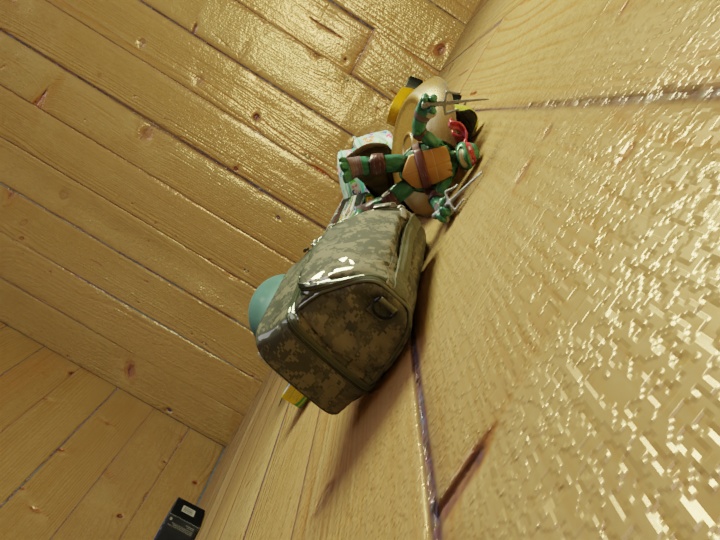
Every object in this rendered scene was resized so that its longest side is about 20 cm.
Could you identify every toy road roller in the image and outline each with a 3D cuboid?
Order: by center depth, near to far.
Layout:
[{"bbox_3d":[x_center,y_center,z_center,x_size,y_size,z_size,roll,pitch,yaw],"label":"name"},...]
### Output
[{"bbox_3d":[0.122,-0.289,1.150,0.201,0.121,0.148,-62,-8,-52],"label":"toy road roller"}]

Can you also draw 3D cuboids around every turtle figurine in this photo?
[{"bbox_3d":[0.079,-0.127,0.706,0.197,0.153,0.101,-19,-6,10],"label":"turtle figurine"}]

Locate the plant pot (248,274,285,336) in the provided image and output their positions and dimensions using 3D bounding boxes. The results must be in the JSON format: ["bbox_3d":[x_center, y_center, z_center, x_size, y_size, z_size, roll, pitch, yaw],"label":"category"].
[{"bbox_3d":[-0.167,0.113,1.398,0.203,0.199,0.160,-61,19,-10],"label":"plant pot"}]

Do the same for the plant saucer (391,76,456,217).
[{"bbox_3d":[0.084,-0.181,0.833,0.200,0.035,0.205,180,90,-74],"label":"plant saucer"}]

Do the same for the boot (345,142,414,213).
[{"bbox_3d":[0.041,-0.144,0.924,0.074,0.098,0.199,-32,-12,22],"label":"boot"}]

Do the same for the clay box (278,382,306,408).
[{"bbox_3d":[-0.084,0.165,1.050,0.202,0.047,0.115,-58,5,29],"label":"clay box"}]

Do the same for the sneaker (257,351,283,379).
[{"bbox_3d":[-0.121,0.106,1.042,0.202,0.080,0.075,-57,4,15],"label":"sneaker"}]

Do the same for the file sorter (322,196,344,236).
[{"bbox_3d":[-0.026,-0.066,1.313,0.139,0.123,0.201,-56,7,42],"label":"file sorter"}]

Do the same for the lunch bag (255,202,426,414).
[{"bbox_3d":[-0.004,0.026,0.625,0.167,0.139,0.201,-39,15,26],"label":"lunch bag"}]

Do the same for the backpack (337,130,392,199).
[{"bbox_3d":[0.030,-0.193,1.159,0.148,0.181,0.200,-15,8,-6],"label":"backpack"}]

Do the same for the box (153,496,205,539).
[{"bbox_3d":[-0.653,0.937,1.972,0.201,0.122,0.200,-63,5,-11],"label":"box"}]

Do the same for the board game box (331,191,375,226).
[{"bbox_3d":[-0.041,-0.027,0.913,0.104,0.023,0.203,2,67,64],"label":"board game box"}]

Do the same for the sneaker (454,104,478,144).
[{"bbox_3d":[0.137,-0.227,0.912,0.090,0.079,0.199,-41,10,-19],"label":"sneaker"}]
